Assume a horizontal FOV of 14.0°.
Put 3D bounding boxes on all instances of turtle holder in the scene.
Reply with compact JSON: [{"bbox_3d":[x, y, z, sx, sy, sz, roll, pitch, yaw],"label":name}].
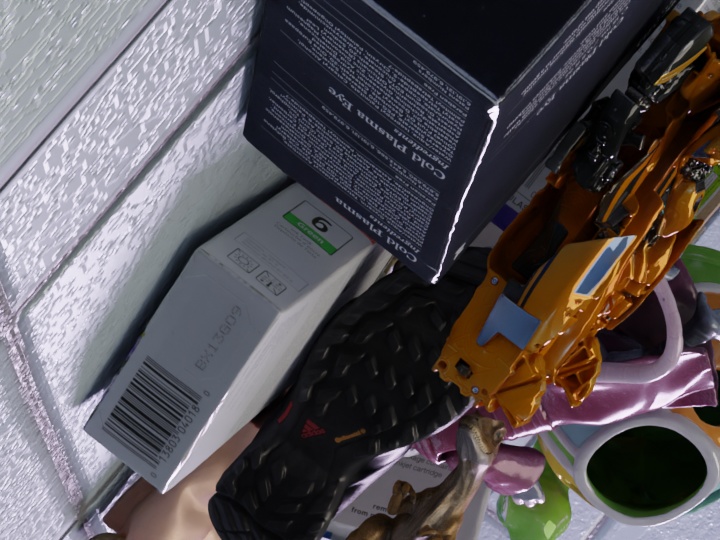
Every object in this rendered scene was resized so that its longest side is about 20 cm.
[{"bbox_3d":[0.142,0.070,1.574,0.185,0.141,0.132,-13,-146,23],"label":"turtle holder"}]

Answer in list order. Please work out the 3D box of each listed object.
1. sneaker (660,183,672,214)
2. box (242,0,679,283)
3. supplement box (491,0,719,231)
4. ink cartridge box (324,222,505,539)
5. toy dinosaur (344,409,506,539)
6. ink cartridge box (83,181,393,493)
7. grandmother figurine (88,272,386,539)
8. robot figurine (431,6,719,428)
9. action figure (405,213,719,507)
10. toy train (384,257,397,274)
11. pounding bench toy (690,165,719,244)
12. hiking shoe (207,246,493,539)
[{"bbox_3d":[0.142,-0.046,1.650,0.079,0.075,0.200,-35,164,-6],"label":"sneaker"},{"bbox_3d":[0.059,-0.124,1.122,0.200,0.104,0.182,-48,170,-20],"label":"box"},{"bbox_3d":[0.102,-0.120,1.366,0.200,0.101,0.103,-53,171,6],"label":"supplement box"},{"bbox_3d":[0.045,0.056,1.600,0.146,0.084,0.200,97,8,-81],"label":"ink cartridge box"},{"bbox_3d":[0.011,0.140,1.401,0.200,0.060,0.106,-42,-175,43],"label":"toy dinosaur"},{"bbox_3d":[-0.042,0.015,1.337,0.109,0.050,0.200,-56,173,27],"label":"ink cartridge box"},{"bbox_3d":[-0.054,0.075,1.479,0.200,0.061,0.121,-51,153,-4],"label":"grandmother figurine"},{"bbox_3d":[0.115,-0.029,1.241,0.200,0.058,0.145,-55,164,19],"label":"robot figurine"},{"bbox_3d":[0.083,0.060,1.442,0.200,0.134,0.149,-25,-173,14],"label":"action figure"},{"bbox_3d":[0.000,0.000,1.544,0.046,0.034,0.200,-49,172,-40],"label":"toy train"},{"bbox_3d":[0.122,-0.007,1.841,0.200,0.124,0.156,-47,170,-31],"label":"pounding bench toy"},{"bbox_3d":[0.006,0.050,1.381,0.200,0.076,0.101,-44,-175,25],"label":"hiking shoe"}]
